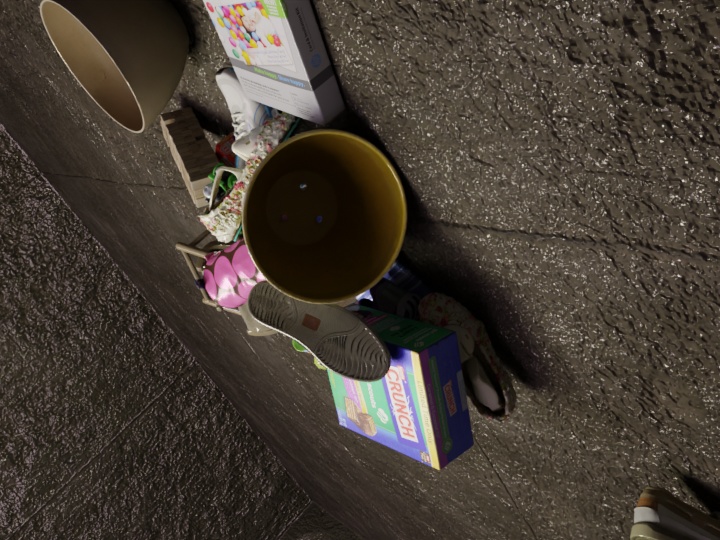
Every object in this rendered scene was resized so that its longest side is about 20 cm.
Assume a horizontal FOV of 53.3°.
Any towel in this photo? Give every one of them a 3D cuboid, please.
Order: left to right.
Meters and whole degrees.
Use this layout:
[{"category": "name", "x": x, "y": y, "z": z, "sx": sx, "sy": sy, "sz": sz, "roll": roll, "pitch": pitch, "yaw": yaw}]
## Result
[{"category": "towel", "x": 0.000, "y": 0.000, "z": 1.044, "sx": 0.199, "sy": 0.024, "sz": 0.145, "roll": 38, "pitch": 149, "yaw": -5}]

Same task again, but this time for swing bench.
[{"category": "swing bench", "x": -0.229, "y": 0.017, "z": 1.415, "sx": 0.199, "sy": 0.130, "sz": 0.200, "roll": 33, "pitch": 155, "yaw": 28}]

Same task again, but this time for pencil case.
[{"category": "pencil case", "x": -0.153, "y": -0.015, "z": 1.054, "sx": 0.199, "sy": 0.090, "sz": 0.094, "roll": -26, "pitch": 84, "yaw": 39}]

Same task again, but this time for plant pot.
[{"category": "plant pot", "x": -0.316, "y": -0.311, "z": 0.987, "sx": 0.200, "sy": 0.134, "sz": 0.201, "roll": 38, "pitch": 157, "yaw": 20}, {"category": "plant pot", "x": -0.059, "y": -0.072, "z": 0.893, "sx": 0.201, "sy": 0.200, "sz": 0.142, "roll": 53, "pitch": 171, "yaw": -19}]

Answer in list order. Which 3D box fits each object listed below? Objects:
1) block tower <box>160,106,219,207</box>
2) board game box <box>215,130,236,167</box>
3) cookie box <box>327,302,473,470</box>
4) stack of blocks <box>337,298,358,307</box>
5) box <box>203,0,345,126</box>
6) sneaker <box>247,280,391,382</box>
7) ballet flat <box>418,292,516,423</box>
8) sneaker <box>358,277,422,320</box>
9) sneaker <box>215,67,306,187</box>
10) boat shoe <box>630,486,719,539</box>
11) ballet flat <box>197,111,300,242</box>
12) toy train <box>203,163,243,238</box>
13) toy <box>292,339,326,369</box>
[{"category": "block tower", "x": -0.264, "y": -0.181, "z": 1.132, "sx": 0.201, "sy": 0.057, "sz": 0.054, "roll": 56, "pitch": 157, "yaw": 37}, {"category": "board game box", "x": -0.152, "y": -0.111, "z": 1.158, "sx": 0.200, "sy": 0.046, "sz": 0.152, "roll": 44, "pitch": 158, "yaw": 4}, {"category": "cookie box", "x": 0.044, "y": 0.148, "z": 0.958, "sx": 0.199, "sy": 0.075, "sz": 0.173, "roll": 11, "pitch": 120, "yaw": 47}, {"category": "stack of blocks", "x": -0.015, "y": 0.086, "z": 1.238, "sx": 0.115, "sy": 0.059, "sz": 0.199, "roll": 53, "pitch": 157, "yaw": -17}, {"category": "box", "x": -0.107, "y": -0.271, "z": 0.807, "sx": 0.155, "sy": 0.041, "sz": 0.201, "roll": 28, "pitch": 151, "yaw": 38}, {"category": "sneaker", "x": -0.039, "y": 0.070, "z": 0.916, "sx": 0.199, "sy": 0.075, "sz": 0.106, "roll": 30, "pitch": -174, "yaw": 14}, {"category": "ballet flat", "x": 0.146, "y": 0.118, "z": 0.949, "sx": 0.201, "sy": 0.075, "sz": 0.064, "roll": 52, "pitch": -161, "yaw": -12}, {"category": "sneaker", "x": 0.030, "y": 0.086, "z": 1.057, "sx": 0.087, "sy": 0.074, "sz": 0.201, "roll": 38, "pitch": 137, "yaw": 18}, {"category": "sneaker", "x": -0.146, "y": -0.178, "z": 0.981, "sx": 0.075, "sy": 0.087, "sz": 0.201, "roll": 12, "pitch": 139, "yaw": 57}, {"category": "boat shoe", "x": 0.419, "y": 0.317, "z": 0.841, "sx": 0.198, "sy": 0.069, "sz": 0.075, "roll": 24, "pitch": 152, "yaw": -1}, {"category": "ballet flat", "x": -0.149, "y": -0.129, "z": 0.933, "sx": 0.064, "sy": 0.201, "sz": 0.076, "roll": 28, "pitch": -169, "yaw": -12}, {"category": "toy train", "x": -0.177, "y": -0.088, "z": 1.056, "sx": 0.042, "sy": 0.057, "sz": 0.200, "roll": 35, "pitch": 170, "yaw": 24}, {"category": "toy", "x": -0.080, "y": 0.145, "z": 1.341, "sx": 0.116, "sy": 0.047, "sz": 0.200, "roll": 57, "pitch": -174, "yaw": 20}]
